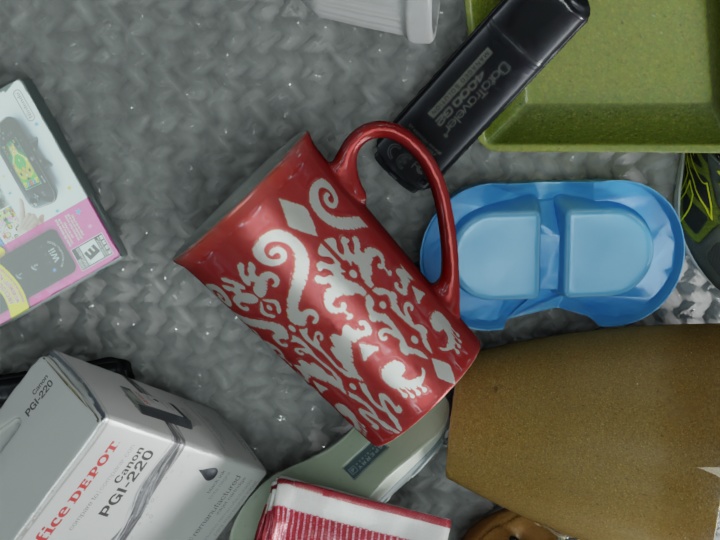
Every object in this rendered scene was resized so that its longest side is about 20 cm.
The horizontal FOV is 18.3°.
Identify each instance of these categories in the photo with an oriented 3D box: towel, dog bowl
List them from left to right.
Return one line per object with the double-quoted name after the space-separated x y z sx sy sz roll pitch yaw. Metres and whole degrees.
-0.020 0.261 1.610 0.143 0.023 0.201 16 83 -14 "towel"
0.139 -0.017 1.668 0.198 0.050 0.112 -2 106 -7 "dog bowl"

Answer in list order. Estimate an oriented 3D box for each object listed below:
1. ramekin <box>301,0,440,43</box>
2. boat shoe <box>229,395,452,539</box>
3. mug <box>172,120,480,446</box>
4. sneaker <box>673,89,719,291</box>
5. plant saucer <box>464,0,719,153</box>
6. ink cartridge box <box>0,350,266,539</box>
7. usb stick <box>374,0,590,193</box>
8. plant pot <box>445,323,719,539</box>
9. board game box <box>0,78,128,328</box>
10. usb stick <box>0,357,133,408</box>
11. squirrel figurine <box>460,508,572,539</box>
0.010 -0.257 1.515 0.093 0.202 0.204 3 105 3 "ramekin"
-0.009 0.163 1.676 0.200 0.072 0.070 -39 68 -8 "boat shoe"
-0.005 0.006 1.586 0.200 0.134 0.177 47 122 -7 "mug"
0.269 -0.069 1.651 0.074 0.085 0.201 -14 105 -2 "sneaker"
0.173 -0.187 1.590 0.199 0.048 0.201 2 108 27 "plant saucer"
-0.183 0.155 1.603 0.146 0.085 0.200 -53 143 8 "ink cartridge box"
0.086 -0.136 1.602 0.055 0.033 0.200 42 118 -1 "usb stick"
0.167 0.120 1.658 0.198 0.186 0.188 7 105 6 "plant pot"
-0.288 -0.025 1.593 0.199 0.064 0.148 -29 95 2 "board game box"
-0.265 0.103 1.652 0.198 0.033 0.056 -9 113 -5 "usb stick"
0.136 0.282 1.708 0.186 0.142 0.200 36 96 -8 "squirrel figurine"
